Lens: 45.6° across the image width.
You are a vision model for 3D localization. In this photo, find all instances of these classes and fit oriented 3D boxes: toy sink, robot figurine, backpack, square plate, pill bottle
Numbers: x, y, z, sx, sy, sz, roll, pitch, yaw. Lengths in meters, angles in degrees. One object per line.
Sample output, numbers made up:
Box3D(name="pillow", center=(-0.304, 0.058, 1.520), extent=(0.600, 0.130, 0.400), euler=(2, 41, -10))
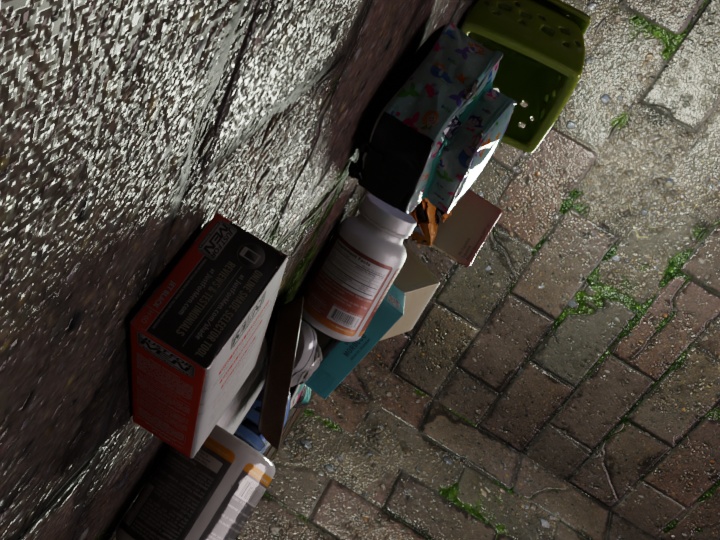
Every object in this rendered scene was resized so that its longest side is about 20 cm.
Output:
Box3D(name="toy sink", center=(0.026, 0.009, 1.585), extent=(0.111, 0.200, 0.131), euler=(-13, 144, -42))
Box3D(name="robot figurine", center=(0.107, -0.150, 1.478), extent=(0.145, 0.058, 0.201), euler=(-55, 140, -40))
Box3D(name="backpack", center=(0.095, -0.180, 1.009), extent=(0.201, 0.150, 0.178), euler=(-63, 177, -21))
Box3D(name="square plate", center=(-0.176, 0.191, 1.135), extent=(0.199, 0.028, 0.200), euler=(-58, 176, -22))
Box3D(name="pill bottle", center=(-0.187, 0.266, 0.911), extent=(0.201, 0.116, 0.116), euler=(-57, 176, -16))
Box3D(name="pill bottle", center=(-0.002, -0.006, 1.261), extent=(0.201, 0.112, 0.112), euler=(-60, 176, 14))

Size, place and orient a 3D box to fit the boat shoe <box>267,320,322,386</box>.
Box3D(name="boat shoe", center=(-0.092, 0.126, 1.295), extent=(0.065, 0.074, 0.200), euler=(-8, 160, -23))

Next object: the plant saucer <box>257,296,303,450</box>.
Box3D(name="plant saucer", center=(-0.106, 0.131, 1.121), extent=(0.200, 0.034, 0.202), euler=(-171, -90, -85))

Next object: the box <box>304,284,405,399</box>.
Box3D(name="box", center=(-0.010, 0.109, 1.377), extent=(0.200, 0.049, 0.082), euler=(-48, -169, 20))

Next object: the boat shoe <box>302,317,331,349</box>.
Box3D(name="boat shoe", center=(-0.047, 0.054, 1.403), extent=(0.066, 0.074, 0.201), euler=(9, 104, -67))

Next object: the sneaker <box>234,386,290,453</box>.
Box3D(name="sneaker", center=(-0.177, 0.268, 1.387), extent=(0.201, 0.074, 0.082), euler=(-60, 174, -9))

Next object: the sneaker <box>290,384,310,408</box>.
Box3D(name="sneaker", center=(-0.150, 0.240, 1.503), extent=(0.201, 0.083, 0.121), euler=(-60, 167, -5))

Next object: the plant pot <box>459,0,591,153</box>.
Box3D(name="plant pot", center=(0.250, -0.345, 1.384), extent=(0.182, 0.199, 0.199), euler=(-63, 179, -33))

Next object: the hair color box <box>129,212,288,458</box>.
Box3D(name="hair color box", center=(-0.115, 0.056, 0.629), extent=(0.102, 0.061, 0.200), euler=(-57, 177, -31))

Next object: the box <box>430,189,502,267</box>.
Box3D(name="box", center=(0.148, -0.114, 1.631), extent=(0.129, 0.199, 0.109), euler=(-59, -173, 3))
